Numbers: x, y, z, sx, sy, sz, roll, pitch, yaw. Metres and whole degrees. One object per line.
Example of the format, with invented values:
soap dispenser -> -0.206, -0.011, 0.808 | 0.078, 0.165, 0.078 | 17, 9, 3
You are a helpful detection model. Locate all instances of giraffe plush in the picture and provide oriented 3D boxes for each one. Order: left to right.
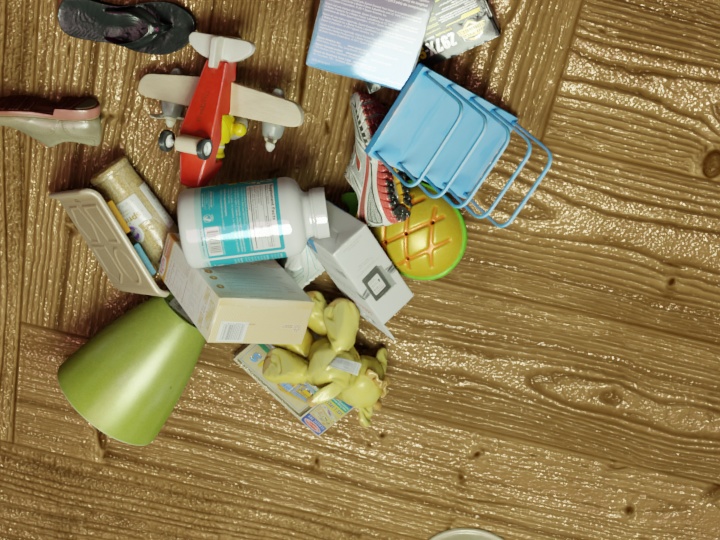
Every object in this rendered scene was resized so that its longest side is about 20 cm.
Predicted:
giraffe plush -> -0.027, 0.147, 1.561 | 0.173, 0.200, 0.162 | -52, 136, -3

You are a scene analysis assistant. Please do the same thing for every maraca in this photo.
maraca -> 0.064, -0.071, 1.486 | 0.200, 0.107, 0.137 | 37, 105, 11

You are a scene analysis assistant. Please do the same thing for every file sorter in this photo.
file sorter -> 0.138, -0.158, 1.367 | 0.200, 0.123, 0.139 | 19, 112, -40

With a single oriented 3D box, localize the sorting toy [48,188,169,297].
sorting toy -> -0.375, -0.045, 1.532 | 0.036, 0.185, 0.200 | -42, 112, -24

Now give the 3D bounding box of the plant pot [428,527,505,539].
plant pot -> 0.183, 0.576, 1.728 | 0.200, 0.184, 0.201 | 2, 115, 5

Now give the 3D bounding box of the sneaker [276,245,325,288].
sneaker -> -0.089, -0.005, 1.553 | 0.080, 0.071, 0.201 | 11, 124, -21

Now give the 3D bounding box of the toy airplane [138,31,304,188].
toy airplane -> -0.199, -0.235, 1.436 | 0.199, 0.141, 0.200 | -32, 71, 9

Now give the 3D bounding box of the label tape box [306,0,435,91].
label tape box -> 0.022, -0.351, 1.327 | 0.143, 0.066, 0.201 | 15, 114, -2

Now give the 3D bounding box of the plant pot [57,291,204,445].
plant pot -> -0.336, 0.136, 1.591 | 0.187, 0.187, 0.200 | 39, 101, -12

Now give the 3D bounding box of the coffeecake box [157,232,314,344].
coffeecake box -> -0.184, 0.025, 1.474 | 0.153, 0.200, 0.073 | 4, 116, -35

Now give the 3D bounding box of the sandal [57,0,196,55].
sandal -> -0.332, -0.342, 1.433 | 0.200, 0.048, 0.076 | 5, 115, 5

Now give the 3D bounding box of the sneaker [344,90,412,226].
sneaker -> 0.008, -0.157, 1.432 | 0.082, 0.078, 0.201 | -17, 76, 34

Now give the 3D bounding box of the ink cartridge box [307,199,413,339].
ink cartridge box -> 0.000, 0.000, 1.494 | 0.067, 0.116, 0.200 | -43, 130, -10

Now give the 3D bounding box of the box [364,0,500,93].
box -> 0.069, -0.355, 1.381 | 0.199, 0.049, 0.160 | -22, 113, 16

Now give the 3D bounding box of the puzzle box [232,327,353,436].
puzzle box -> -0.093, 0.166, 1.656 | 0.200, 0.025, 0.133 | 43, 113, -13

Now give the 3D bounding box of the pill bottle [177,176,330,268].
pill bottle -> -0.144, -0.068, 1.396 | 0.199, 0.111, 0.111 | -7, 115, -2

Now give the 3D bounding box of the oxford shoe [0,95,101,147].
oxford shoe -> -0.481, -0.214, 1.501 | 0.199, 0.071, 0.075 | 4, 121, 6

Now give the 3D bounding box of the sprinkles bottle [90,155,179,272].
sprinkles bottle -> -0.325, -0.076, 1.547 | 0.068, 0.068, 0.200 | -29, 108, 18
